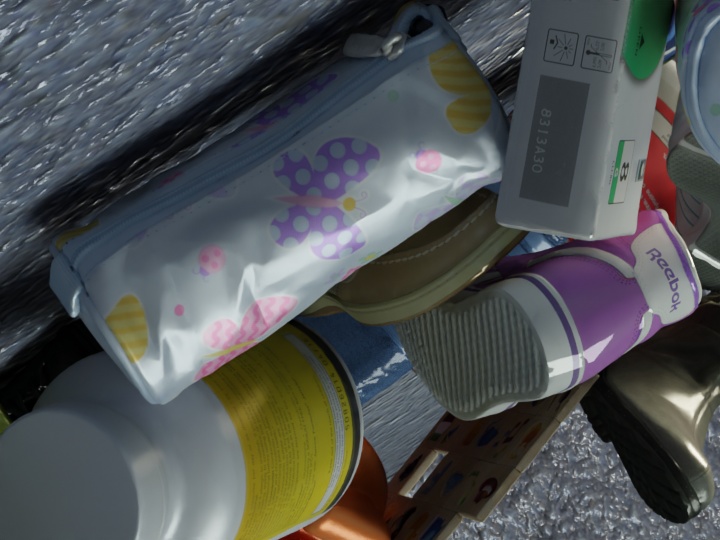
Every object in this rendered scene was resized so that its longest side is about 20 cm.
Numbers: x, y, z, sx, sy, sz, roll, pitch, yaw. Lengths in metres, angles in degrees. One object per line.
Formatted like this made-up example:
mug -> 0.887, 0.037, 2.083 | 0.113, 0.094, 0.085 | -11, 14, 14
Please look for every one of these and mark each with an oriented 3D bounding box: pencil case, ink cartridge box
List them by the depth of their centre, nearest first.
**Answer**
pencil case -> -0.031, -0.029, 1.072 | 0.199, 0.083, 0.091 | -34, 157, -1
pencil case -> 0.174, -0.099, 1.074 | 0.083, 0.091, 0.200 | -46, -173, 18
ink cartridge box -> 0.118, -0.098, 1.095 | 0.050, 0.162, 0.200 | 12, -173, 21

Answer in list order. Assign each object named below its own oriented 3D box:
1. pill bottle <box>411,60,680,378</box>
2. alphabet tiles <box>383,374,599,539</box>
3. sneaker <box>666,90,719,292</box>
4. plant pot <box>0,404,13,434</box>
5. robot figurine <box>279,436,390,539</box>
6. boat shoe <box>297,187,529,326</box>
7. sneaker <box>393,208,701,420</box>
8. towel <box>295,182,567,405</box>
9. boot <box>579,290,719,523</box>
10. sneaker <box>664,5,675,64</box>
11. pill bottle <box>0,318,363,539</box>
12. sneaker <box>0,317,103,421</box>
pill bottle -> 0.102, -0.024, 1.388 | 0.200, 0.112, 0.112 | -50, 178, -21
alphabet tiles -> 0.070, 0.092, 1.430 | 0.167, 0.008, 0.200 | -50, -170, -9
sneaker -> 0.197, -0.052, 1.336 | 0.070, 0.081, 0.201 | 2, 152, 10
plant pot -> -0.238, 0.165, 1.138 | 0.192, 0.202, 0.200 | -23, 173, 7
robot figurine -> -0.061, 0.107, 1.461 | 0.116, 0.200, 0.145 | -13, 129, -24
boat shoe -> 0.005, -0.021, 1.181 | 0.072, 0.065, 0.200 | -38, -164, -23
sneaker -> 0.091, 0.016, 1.194 | 0.114, 0.073, 0.200 | -27, -169, -20
towel -> 0.000, 0.000, 1.302 | 0.199, 0.112, 0.049 | -37, -177, 16
boot -> 0.186, 0.054, 1.375 | 0.130, 0.068, 0.200 | -28, -161, 0
sneaker -> 0.170, -0.154, 1.219 | 0.200, 0.074, 0.082 | -39, 168, 28
pill bottle -> -0.086, 0.085, 1.179 | 0.112, 0.112, 0.200 | -37, 171, 24
sneaker -> -0.178, 0.091, 1.315 | 0.104, 0.060, 0.200 | -35, 176, -25
